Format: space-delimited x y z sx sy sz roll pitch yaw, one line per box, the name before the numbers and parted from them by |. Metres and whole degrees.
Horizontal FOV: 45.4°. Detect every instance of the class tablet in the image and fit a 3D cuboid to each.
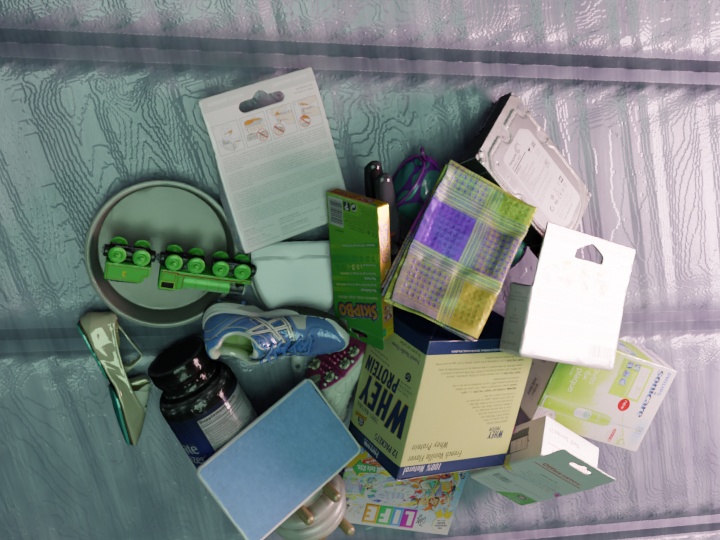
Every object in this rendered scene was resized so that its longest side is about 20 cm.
tablet | -0.107 0.256 1.159 0.199 0.014 0.131 -38 94 -20

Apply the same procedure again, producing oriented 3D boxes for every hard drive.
hard drive | 0.231 -0.125 1.174 0.200 0.038 0.140 47 55 -20

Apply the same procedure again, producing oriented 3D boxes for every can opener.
can opener | 0.029 -0.061 1.140 0.078 0.063 0.201 -29 148 -21

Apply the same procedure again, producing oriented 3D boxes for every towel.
towel | 0.127 -0.022 1.096 0.143 0.023 0.201 28 87 -7

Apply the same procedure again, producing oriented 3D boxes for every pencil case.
pencil case | 0.136 -0.079 1.184 0.199 0.085 0.093 29 113 -20

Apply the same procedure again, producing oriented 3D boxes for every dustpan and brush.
dustpan and brush | -0.087 0.054 1.202 0.138 0.057 0.202 -2 102 -10

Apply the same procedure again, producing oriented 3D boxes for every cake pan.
cake pan | -0.260 -0.024 1.136 0.198 0.037 0.202 -4 110 -12

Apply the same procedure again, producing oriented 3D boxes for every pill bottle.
pill bottle | -0.207 0.197 1.184 0.111 0.112 0.201 -27 112 -3

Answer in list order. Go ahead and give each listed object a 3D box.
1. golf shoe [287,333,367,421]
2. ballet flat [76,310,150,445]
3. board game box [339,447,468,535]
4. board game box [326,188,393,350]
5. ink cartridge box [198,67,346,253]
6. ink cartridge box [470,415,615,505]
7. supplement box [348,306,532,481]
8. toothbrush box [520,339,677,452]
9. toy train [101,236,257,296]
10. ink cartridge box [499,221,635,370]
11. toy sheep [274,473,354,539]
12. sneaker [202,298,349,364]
golf shoe | -0.043 0.178 1.246 0.200 0.075 0.091 -47 127 8
ballet flat | -0.320 0.144 1.169 0.069 0.070 0.202 -18 111 -6
board game box | 0.060 0.333 1.333 0.198 0.034 0.136 11 106 -16
board game box | 0.000 0.000 1.124 0.030 0.095 0.202 -21 119 -40
ink cartridge box | -0.112 -0.142 1.114 0.159 0.047 0.202 -21 105 -19
ink cartridge box | 0.273 0.283 1.286 0.117 0.068 0.200 32 143 -21
supplement box | 0.113 0.162 1.205 0.198 0.134 0.202 1 109 -34
toothbrush box | 0.356 0.175 1.321 0.198 0.086 0.147 19 104 -20
toy train | -0.234 -0.001 1.110 0.198 0.042 0.057 9 116 -16
ink cartridge box | 0.287 0.038 1.177 0.199 0.045 0.178 12 88 -37
toy sheep | -0.081 0.327 1.241 0.137 0.138 0.201 -17 130 -7
sneaker | -0.113 0.094 1.142 0.198 0.077 0.076 4 131 -4
